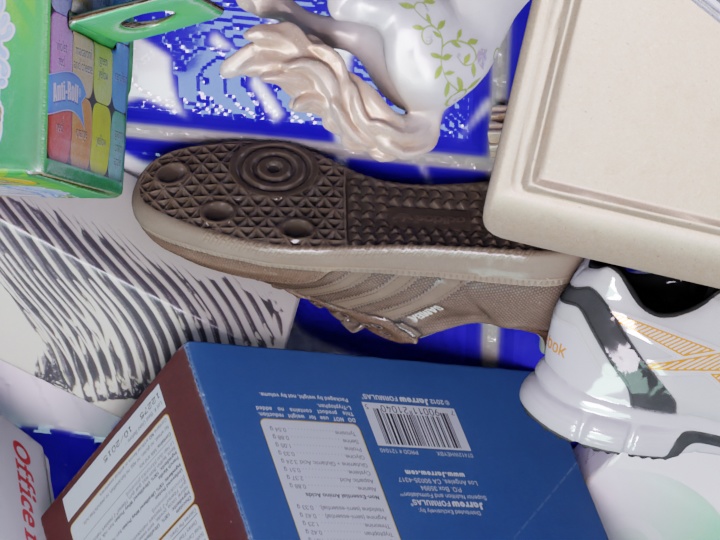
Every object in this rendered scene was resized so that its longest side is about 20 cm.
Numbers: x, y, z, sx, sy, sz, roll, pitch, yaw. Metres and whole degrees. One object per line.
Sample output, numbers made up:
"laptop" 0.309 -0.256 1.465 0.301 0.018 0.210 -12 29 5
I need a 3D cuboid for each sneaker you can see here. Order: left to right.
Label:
"sneaker" 0.000 0.000 1.284 0.199 0.071 0.076 8 132 5
"sneaker" 0.170 0.041 1.257 0.199 0.074 0.081 9 107 -15

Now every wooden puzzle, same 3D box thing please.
"wooden puzzle" 0.156 -0.085 1.182 0.184 0.037 0.201 13 115 1

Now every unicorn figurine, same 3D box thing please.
"unicorn figurine" 0.045 -0.125 1.115 0.137 0.074 0.200 36 92 -4

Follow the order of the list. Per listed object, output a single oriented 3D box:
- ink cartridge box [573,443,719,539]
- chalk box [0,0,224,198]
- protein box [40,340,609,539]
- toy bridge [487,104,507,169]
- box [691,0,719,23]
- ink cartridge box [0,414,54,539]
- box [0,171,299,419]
"ink cartridge box" 0.188 0.099 1.344 0.160 0.050 0.200 31 130 -15
"chalk box" -0.156 -0.092 1.174 0.199 0.124 0.125 2 86 12
"protein box" 0.001 0.155 1.281 0.198 0.201 0.135 6 140 -37
"toy bridge" 0.150 -0.063 1.228 0.199 0.027 0.068 -2 128 13
"box" 0.188 -0.165 1.052 0.116 0.060 0.200 35 95 -18
"ink cartridge box" -0.218 0.094 1.278 0.084 0.145 0.200 -35 129 17
"box" -0.130 -0.003 1.309 0.199 0.069 0.082 25 131 -10
